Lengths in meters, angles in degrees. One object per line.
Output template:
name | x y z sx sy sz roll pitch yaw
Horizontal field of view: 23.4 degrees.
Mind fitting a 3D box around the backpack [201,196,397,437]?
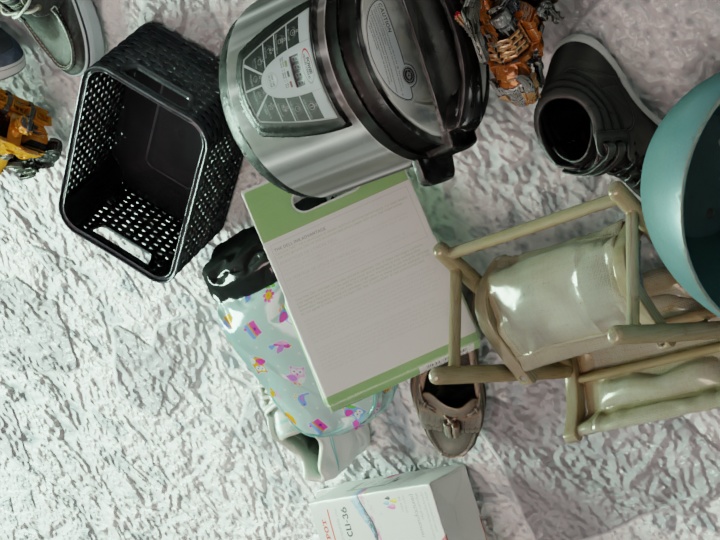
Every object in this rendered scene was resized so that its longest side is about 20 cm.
backpack | -0.042 0.049 1.592 0.166 0.127 0.201 -21 110 38

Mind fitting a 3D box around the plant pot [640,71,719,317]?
plant pot | 0.285 -0.062 1.279 0.202 0.199 0.135 62 166 -19

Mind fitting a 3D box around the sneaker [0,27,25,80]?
sneaker | -0.404 -0.268 1.632 0.201 0.077 0.147 25 135 17

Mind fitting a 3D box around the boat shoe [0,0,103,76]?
boat shoe | -0.304 -0.259 1.577 0.071 0.071 0.201 -9 117 37

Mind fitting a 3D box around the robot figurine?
robot figurine | -0.384 -0.132 1.700 0.199 0.059 0.144 -11 155 40

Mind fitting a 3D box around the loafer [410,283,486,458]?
loafer | 0.079 0.098 1.581 0.071 0.063 0.202 0 124 3

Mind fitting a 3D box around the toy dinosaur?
toy dinosaur | 0.107 -0.228 1.288 0.101 0.136 0.202 15 129 24

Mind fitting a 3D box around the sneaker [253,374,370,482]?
sneaker | -0.066 0.116 1.690 0.070 0.080 0.201 -23 106 43

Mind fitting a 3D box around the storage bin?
storage bin | -0.188 -0.107 1.598 0.134 0.094 0.201 30 132 11

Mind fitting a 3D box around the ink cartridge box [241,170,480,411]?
ink cartridge box | 0.000 0.000 1.491 0.048 0.144 0.202 71 176 -79

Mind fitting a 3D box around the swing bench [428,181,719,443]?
swing bench | 0.192 0.043 1.413 0.198 0.131 0.199 -17 150 42

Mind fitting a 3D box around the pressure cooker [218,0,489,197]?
pressure cooker | 0.007 -0.164 1.376 0.199 0.180 0.176 -16 135 40

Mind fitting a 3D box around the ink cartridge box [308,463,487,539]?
ink cartridge box | 0.026 0.268 1.727 0.199 0.067 0.118 -15 93 40

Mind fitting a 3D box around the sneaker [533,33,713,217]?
sneaker | 0.205 -0.083 1.355 0.200 0.099 0.071 48 132 -8
